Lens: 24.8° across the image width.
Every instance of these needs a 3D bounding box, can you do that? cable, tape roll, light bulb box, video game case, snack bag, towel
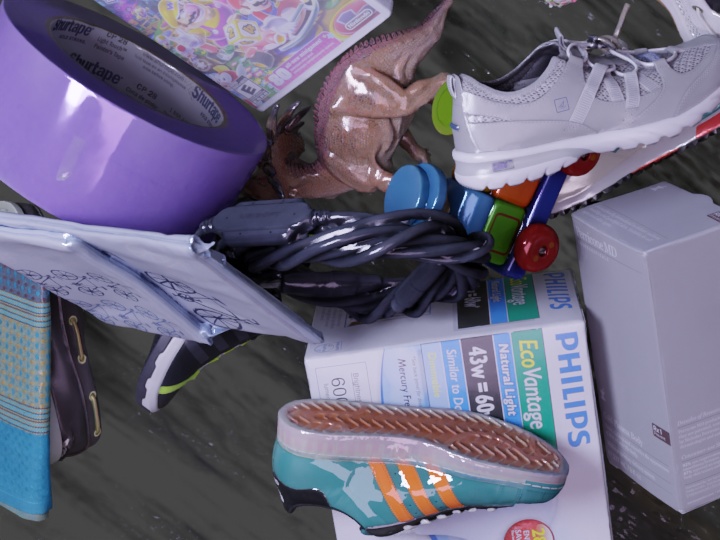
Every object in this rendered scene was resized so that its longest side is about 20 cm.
[{"bbox_3d":[0.000,0.000,1.072,0.199,0.163,0.051,-4,67,30],"label":"cable"},{"bbox_3d":[-0.168,-0.099,1.097,0.200,0.200,0.085,30,107,-8],"label":"tape roll"},{"bbox_3d":[0.075,0.119,1.203,0.199,0.125,0.199,-9,107,5],"label":"light bulb box"},{"bbox_3d":[-0.098,-0.195,1.095,0.200,0.018,0.143,32,136,-29],"label":"video game case"},{"bbox_3d":[-0.141,0.010,1.067,0.199,0.189,0.021,7,72,28],"label":"snack bag"},{"bbox_3d":[-0.276,0.072,1.209,0.146,0.022,0.201,18,112,37],"label":"towel"}]

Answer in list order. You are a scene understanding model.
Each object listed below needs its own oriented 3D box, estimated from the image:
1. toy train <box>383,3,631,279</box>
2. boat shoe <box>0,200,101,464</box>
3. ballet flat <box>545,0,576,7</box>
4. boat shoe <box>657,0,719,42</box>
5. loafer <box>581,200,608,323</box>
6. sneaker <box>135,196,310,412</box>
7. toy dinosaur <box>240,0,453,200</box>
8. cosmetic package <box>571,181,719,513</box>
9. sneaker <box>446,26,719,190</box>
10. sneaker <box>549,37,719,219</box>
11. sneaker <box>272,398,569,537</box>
[{"bbox_3d":[0.098,-0.102,1.089,0.116,0.085,0.200,16,101,-37],"label":"toy train"},{"bbox_3d":[-0.237,0.043,1.222,0.072,0.060,0.202,6,106,45],"label":"boat shoe"},{"bbox_3d":[0.200,-0.239,1.121,0.199,0.076,0.064,-20,138,12],"label":"ballet flat"},{"bbox_3d":[0.244,-0.177,1.066,0.200,0.069,0.071,36,79,-29],"label":"boat shoe"},{"bbox_3d":[0.203,0.039,1.215,0.072,0.063,0.201,-20,112,-15],"label":"loafer"},{"bbox_3d":[-0.097,0.039,1.197,0.083,0.072,0.200,27,119,-10],"label":"sneaker"},{"bbox_3d":[-0.005,-0.108,1.150,0.135,0.086,0.200,23,108,-6],"label":"toy dinosaur"},{"bbox_3d":[0.216,0.050,1.129,0.090,0.107,0.201,-21,111,-15],"label":"cosmetic package"},{"bbox_3d":[0.147,-0.117,1.028,0.199,0.075,0.082,-21,109,-15],"label":"sneaker"},{"bbox_3d":[0.180,-0.110,1.163,0.199,0.070,0.094,-29,90,11],"label":"sneaker"},{"bbox_3d":[0.039,0.141,1.113,0.199,0.071,0.080,8,113,5],"label":"sneaker"}]
